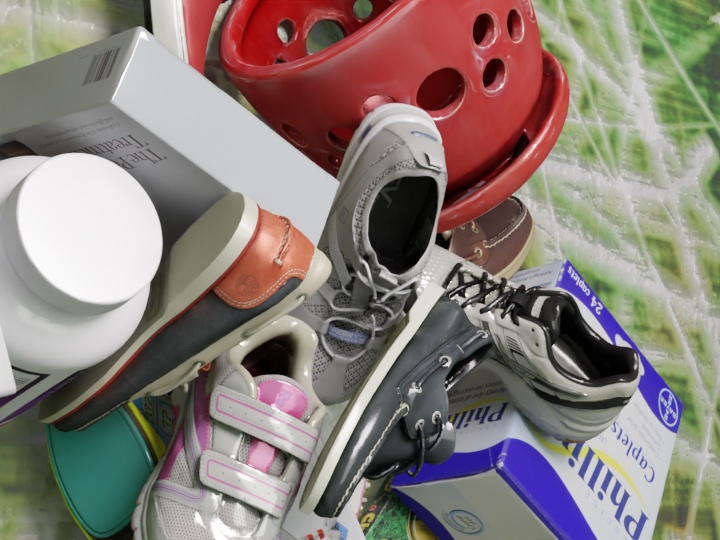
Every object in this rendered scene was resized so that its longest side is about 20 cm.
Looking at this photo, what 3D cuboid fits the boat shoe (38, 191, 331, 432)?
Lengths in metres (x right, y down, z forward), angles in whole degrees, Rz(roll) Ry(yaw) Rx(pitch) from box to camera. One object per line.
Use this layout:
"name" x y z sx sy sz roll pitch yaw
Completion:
"boat shoe" -0.101 0.035 0.856 0.062 0.200 0.071 32 35 -29

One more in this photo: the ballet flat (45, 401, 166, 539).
"ballet flat" -0.119 0.149 0.919 0.200 0.067 0.067 56 10 20

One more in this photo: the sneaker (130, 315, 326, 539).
"sneaker" -0.067 0.099 0.874 0.081 0.088 0.201 24 46 -25

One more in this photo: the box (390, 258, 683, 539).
"box" 0.138 0.130 1.179 0.184 0.105 0.200 48 46 -28

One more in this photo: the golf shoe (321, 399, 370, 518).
"golf shoe" -0.045 0.081 1.058 0.091 0.075 0.201 -4 85 -27

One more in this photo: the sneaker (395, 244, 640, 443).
"sneaker" 0.100 0.029 1.057 0.200 0.088 0.076 33 53 -2

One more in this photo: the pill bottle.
"pill bottle" -0.183 0.012 0.821 0.112 0.200 0.113 16 61 -32

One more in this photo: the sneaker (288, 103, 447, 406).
"sneaker" 0.000 0.000 0.972 0.074 0.082 0.201 9 113 -18

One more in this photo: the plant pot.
"plant pot" 0.034 -0.138 1.068 0.183 0.200 0.201 49 54 -31

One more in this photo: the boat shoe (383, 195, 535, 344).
"boat shoe" 0.058 -0.020 1.151 0.200 0.072 0.072 -29 130 -37

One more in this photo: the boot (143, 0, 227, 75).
"boot" -0.069 -0.205 1.026 0.144 0.072 0.201 4 78 -13

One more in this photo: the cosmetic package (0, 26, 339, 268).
"cosmetic package" -0.133 -0.056 0.889 0.151 0.199 0.052 34 63 -35

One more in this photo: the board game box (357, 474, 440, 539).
"board game box" 0.013 0.239 1.115 0.105 0.023 0.200 53 52 -23

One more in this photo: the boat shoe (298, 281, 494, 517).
"boat shoe" 0.028 0.083 0.915 0.066 0.075 0.199 33 34 2

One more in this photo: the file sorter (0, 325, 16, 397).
"file sorter" -0.277 0.009 0.744 0.124 0.200 0.139 -15 94 -40

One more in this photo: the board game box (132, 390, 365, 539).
"board game box" -0.079 0.138 0.993 0.126 0.035 0.201 -25 103 -14
